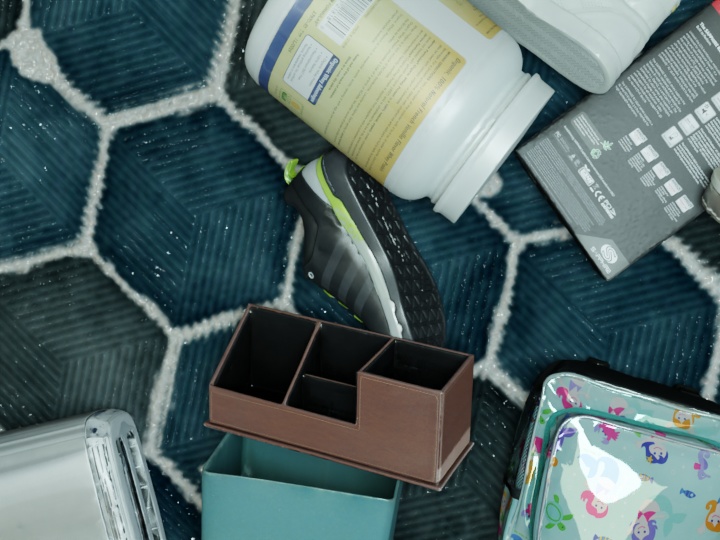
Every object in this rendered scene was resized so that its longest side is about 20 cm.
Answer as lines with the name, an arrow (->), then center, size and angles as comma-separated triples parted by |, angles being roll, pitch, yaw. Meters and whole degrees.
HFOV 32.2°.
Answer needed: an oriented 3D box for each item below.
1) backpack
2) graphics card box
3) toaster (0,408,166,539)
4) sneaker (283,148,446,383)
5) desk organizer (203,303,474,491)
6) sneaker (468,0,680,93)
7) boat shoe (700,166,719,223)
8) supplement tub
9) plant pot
backpack -> 0.190, 0.186, 0.925 | 0.175, 0.151, 0.203 | 16, 99, 4
graphics card box -> 0.231, -0.100, 0.948 | 0.199, 0.051, 0.126 | -37, 90, 5
toaster -> -0.234, 0.192, 0.984 | 0.127, 0.114, 0.203 | -15, 89, 3
sneaker -> 0.000, 0.000, 0.981 | 0.082, 0.071, 0.202 | -23, 90, 31
desk organizer -> -0.017, 0.091, 0.935 | 0.197, 0.072, 0.078 | 12, 115, 23
sneaker -> 0.146, -0.234, 0.948 | 0.200, 0.074, 0.116 | 42, 75, 14
boat shoe -> 0.329, -0.008, 0.918 | 0.198, 0.072, 0.060 | 27, 126, -12
supplement tub -> 0.029, -0.144, 0.919 | 0.199, 0.144, 0.145 | 39, 96, 3
plant pot -> -0.047, 0.234, 0.957 | 0.139, 0.141, 0.203 | 8, 102, 6
